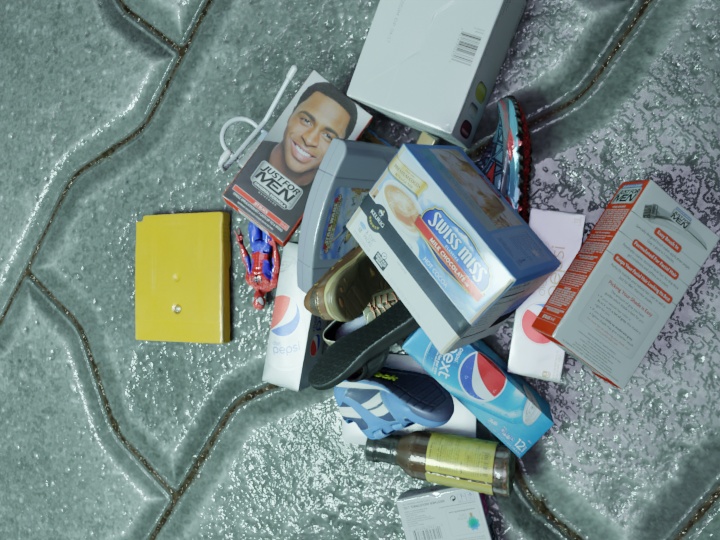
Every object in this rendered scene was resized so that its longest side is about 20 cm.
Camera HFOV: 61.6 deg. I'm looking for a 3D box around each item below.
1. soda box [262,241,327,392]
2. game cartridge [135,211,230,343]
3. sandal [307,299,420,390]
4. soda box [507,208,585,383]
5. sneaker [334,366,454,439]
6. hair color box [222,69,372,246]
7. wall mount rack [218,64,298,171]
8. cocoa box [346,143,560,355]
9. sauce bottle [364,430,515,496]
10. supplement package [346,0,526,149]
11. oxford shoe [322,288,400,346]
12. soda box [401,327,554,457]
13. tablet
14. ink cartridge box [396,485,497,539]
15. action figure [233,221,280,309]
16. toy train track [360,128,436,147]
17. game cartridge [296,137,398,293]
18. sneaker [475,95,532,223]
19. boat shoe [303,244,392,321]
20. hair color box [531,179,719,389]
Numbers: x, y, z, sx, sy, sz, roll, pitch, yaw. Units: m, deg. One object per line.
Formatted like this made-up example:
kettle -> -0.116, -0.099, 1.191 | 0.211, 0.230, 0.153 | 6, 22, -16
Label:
soda box -> -0.086, 0.064, 0.872 | 0.062, 0.068, 0.206 | 12, 95, 20
game cartridge -> -0.286, 0.012, 0.971 | 0.172, 0.032, 0.206 | 0, 88, 21
sandal -> 0.015, 0.103, 0.765 | 0.198, 0.076, 0.048 | -35, 113, 20
soda box -> 0.232, 0.030, 0.751 | 0.066, 0.063, 0.206 | 9, 94, 20
sneaker -> 0.042, 0.178, 0.791 | 0.197, 0.073, 0.085 | 5, 103, 47
hair color box -> -0.081, -0.144, 0.791 | 0.100, 0.061, 0.202 | 35, 83, -3
wall mount rack -> -0.100, -0.173, 0.854 | 0.199, 0.075, 0.175 | 39, 80, -3
cocoa box -> 0.107, -0.032, 0.709 | 0.202, 0.132, 0.132 | 53, 126, 20
sauce bottle -> 0.101, 0.244, 0.789 | 0.195, 0.064, 0.067 | 5, 92, 24
supplement package -> 0.099, -0.285, 0.773 | 0.153, 0.110, 0.205 | 25, 100, 19
oxford shoe -> 0.038, 0.058, 0.815 | 0.198, 0.073, 0.072 | -36, 61, 16
soda box -> 0.147, 0.133, 0.762 | 0.199, 0.068, 0.064 | 42, 105, 3
tablet -> 0.065, 0.185, 0.844 | 0.195, 0.014, 0.134 | 1, 91, 21
ink cartridge box -> 0.130, 0.392, 0.807 | 0.117, 0.042, 0.205 | -17, 82, 20
action figure -> -0.150, -0.044, 0.908 | 0.064, 0.052, 0.206 | 1, 93, 16
toy train track -> 0.046, -0.158, 0.838 | 0.199, 0.032, 0.116 | 42, 121, 22
game cartridge -> -0.018, -0.067, 0.794 | 0.041, 0.132, 0.205 | 28, 112, 33
sneaker -> 0.166, -0.118, 0.768 | 0.093, 0.079, 0.206 | 3, 91, 23
boat shoe -> 0.000, 0.001, 0.778 | 0.066, 0.199, 0.074 | -5, 111, 38
hair color box -> 0.298, 0.014, 0.686 | 0.110, 0.064, 0.202 | 34, 91, -9
